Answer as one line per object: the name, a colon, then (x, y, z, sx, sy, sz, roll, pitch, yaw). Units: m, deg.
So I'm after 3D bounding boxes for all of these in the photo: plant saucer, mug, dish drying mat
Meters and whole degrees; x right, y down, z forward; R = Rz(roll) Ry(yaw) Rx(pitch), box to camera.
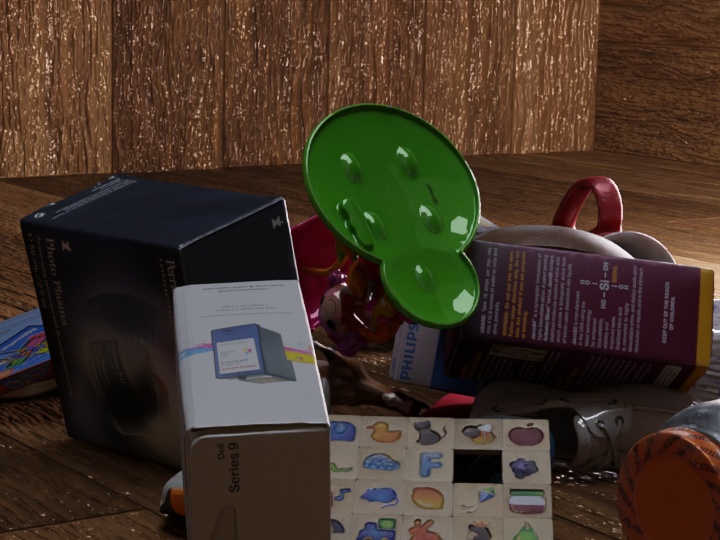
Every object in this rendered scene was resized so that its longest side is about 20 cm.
plant saucer: (0.155, 0.008, 1.548, 0.199, 0.037, 0.201, 6, -25, 3)
mug: (0.252, -0.002, 1.970, 0.133, 0.178, 0.200, 24, -2, -17)
dish drying mat: (0.088, 0.132, 1.565, 0.076, 0.018, 0.200, 5, 10, 15)

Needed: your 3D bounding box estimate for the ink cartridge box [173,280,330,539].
ink cartridge box: (-0.068, 0.112, 1.124, 0.087, 0.146, 0.200, -3, 24, -5)

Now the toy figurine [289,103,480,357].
toy figurine: (0.000, 0.000, 1.462, 0.150, 0.201, 0.184, -9, -26, -31)

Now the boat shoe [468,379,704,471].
boat shoe: (0.182, 0.131, 1.444, 0.199, 0.071, 0.069, 2, 18, 14)

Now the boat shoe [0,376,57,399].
boat shoe: (-0.296, 0.075, 1.689, 0.199, 0.072, 0.072, -4, 10, -25)

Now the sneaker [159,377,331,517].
sneaker: (-0.083, 0.126, 1.340, 0.075, 0.092, 0.200, 5, 10, 26)

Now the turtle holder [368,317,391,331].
turtle holder: (0.037, 0.017, 1.985, 0.131, 0.141, 0.186, -11, 44, 23)

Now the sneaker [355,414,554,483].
sneaker: (0.054, 0.140, 1.334, 0.199, 0.074, 0.082, -5, 12, -33)

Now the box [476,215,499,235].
box: (0.097, 0.026, 1.780, 0.048, 0.159, 0.200, 0, 9, -9)

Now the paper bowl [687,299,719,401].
paper bowl: (0.356, 0.091, 1.582, 0.200, 0.105, 0.201, 1, 8, 0)

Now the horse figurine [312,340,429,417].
horse figurine: (-0.052, 0.098, 1.569, 0.132, 0.050, 0.200, 25, -26, -37)

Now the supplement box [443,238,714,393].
supplement box: (0.173, 0.042, 1.467, 0.199, 0.086, 0.110, 7, -20, -1)

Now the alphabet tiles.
alphabet tiles: (0.029, 0.154, 1.222, 0.199, 0.008, 0.167, 1, 36, 4)

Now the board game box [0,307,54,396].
board game box: (-0.256, 0.053, 1.615, 0.199, 0.020, 0.103, -21, 28, -9)

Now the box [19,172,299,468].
box: (-0.152, 0.041, 1.461, 0.198, 0.201, 0.123, 9, 27, 41)

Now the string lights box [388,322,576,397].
string lights box: (0.127, 0.084, 1.567, 0.199, 0.059, 0.103, 10, -2, -1)

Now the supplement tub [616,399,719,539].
supplement tub: (0.272, 0.141, 1.207, 0.199, 0.123, 0.122, -6, 11, -37)
